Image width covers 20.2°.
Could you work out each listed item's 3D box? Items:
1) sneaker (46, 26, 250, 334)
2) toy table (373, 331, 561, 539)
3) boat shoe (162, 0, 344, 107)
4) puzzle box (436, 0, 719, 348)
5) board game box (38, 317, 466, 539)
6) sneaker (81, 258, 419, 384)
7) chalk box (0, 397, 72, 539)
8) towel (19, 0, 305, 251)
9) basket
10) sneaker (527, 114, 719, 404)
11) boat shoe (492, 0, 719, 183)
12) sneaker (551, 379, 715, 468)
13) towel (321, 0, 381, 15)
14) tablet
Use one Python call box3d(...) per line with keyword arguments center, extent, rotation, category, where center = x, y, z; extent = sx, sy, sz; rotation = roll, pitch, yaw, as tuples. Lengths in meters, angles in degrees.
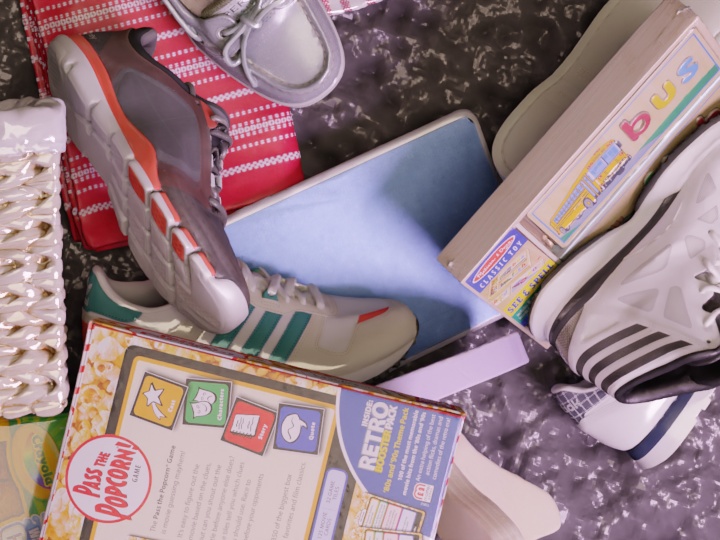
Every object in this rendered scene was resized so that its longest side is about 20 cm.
box3d(center=(-0.098, -0.061, 1.106), extent=(0.081, 0.077, 0.201), rotation=(-22, 69, -23), category="sneaker")
box3d(center=(0.025, 0.120, 1.149), extent=(0.199, 0.184, 0.118), rotation=(-19, 86, -20), category="toy table")
box3d(center=(-0.086, -0.173, 1.131), extent=(0.074, 0.065, 0.202), rotation=(-37, 98, 8), category="boat shoe")
box3d(center=(0.143, -0.053, 1.175), extent=(0.200, 0.025, 0.133), rotation=(-49, 146, 5), category="puzzle box")
box3d(center=(-0.060, 0.121, 1.043), extent=(0.198, 0.046, 0.153), rotation=(15, 90, -1), category="board game box")
box3d(center=(-0.063, 0.023, 1.146), extent=(0.198, 0.070, 0.094), rotation=(-8, 106, -12), category="sneaker")
box3d(center=(-0.209, 0.135, 1.116), extent=(0.198, 0.124, 0.126), rotation=(-5, 94, -12), category="chalk box")
box3d(center=(-0.118, -0.122, 1.177), extent=(0.144, 0.022, 0.202), rotation=(-13, 95, -13), category="towel")
box3d(center=(-0.251, -0.006, 1.062), extent=(0.197, 0.200, 0.162), rotation=(-6, 96, -12), category="basket")
box3d(center=(0.204, 0.000, 1.169), extent=(0.200, 0.076, 0.115), rotation=(-44, 58, -2), category="sneaker")
box3d(center=(0.160, -0.111, 1.220), extent=(0.202, 0.060, 0.072), rotation=(-43, 62, -10), category="boat shoe")
box3d(center=(0.199, 0.020, 1.232), extent=(0.080, 0.076, 0.201), rotation=(34, 84, -3), category="sneaker")
box3d(center=(0.021, -0.241, 1.197), extent=(0.199, 0.030, 0.147), rotation=(-21, 98, -17), category="towel")
box3d(center=(0.000, 0.000, 1.205), extent=(0.199, 0.014, 0.131), rotation=(-25, 107, -10), category="tablet")
